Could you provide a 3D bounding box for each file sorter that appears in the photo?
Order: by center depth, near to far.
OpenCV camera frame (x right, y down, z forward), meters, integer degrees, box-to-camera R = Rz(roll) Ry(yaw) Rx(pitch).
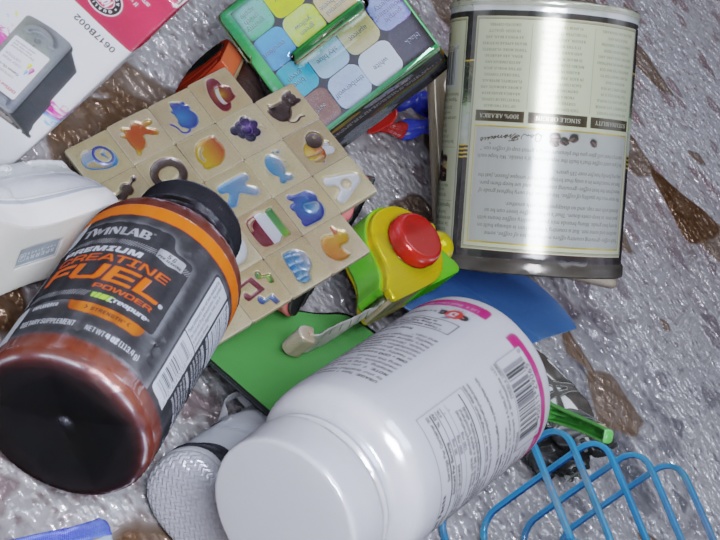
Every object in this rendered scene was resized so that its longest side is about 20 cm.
[{"bbox_3d":[0.143,0.194,1.197,0.200,0.139,0.123,20,40,-43],"label":"file sorter"}]

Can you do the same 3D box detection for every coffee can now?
[{"bbox_3d":[0.133,-0.099,1.310,0.146,0.146,0.200,-1,96,-54],"label":"coffee can"}]

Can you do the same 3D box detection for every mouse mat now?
[{"bbox_3d":[-0.025,0.064,1.142,0.200,0.008,0.161,5,24,-48],"label":"mouse mat"}]

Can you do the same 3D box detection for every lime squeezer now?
[{"bbox_3d":[0.087,0.079,1.111,0.071,0.200,0.038,34,73,-55],"label":"lime squeezer"}]

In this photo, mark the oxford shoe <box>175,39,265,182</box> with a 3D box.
[{"bbox_3d":[-0.098,-0.093,1.232,0.073,0.071,0.200,45,30,-21],"label":"oxford shoe"}]

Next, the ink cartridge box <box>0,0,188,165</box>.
[{"bbox_3d":[-0.206,-0.166,1.030,0.148,0.200,0.086,44,32,-14],"label":"ink cartridge box"}]

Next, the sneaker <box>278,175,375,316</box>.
[{"bbox_3d":[-0.050,-0.043,1.245,0.087,0.074,0.200,29,25,1],"label":"sneaker"}]

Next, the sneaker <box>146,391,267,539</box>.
[{"bbox_3d":[-0.032,0.161,1.051,0.200,0.075,0.115,45,34,-6],"label":"sneaker"}]

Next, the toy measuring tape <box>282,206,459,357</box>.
[{"bbox_3d":[0.000,0.000,1.201,0.200,0.074,0.074,-25,79,-50],"label":"toy measuring tape"}]

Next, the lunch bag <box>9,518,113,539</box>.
[{"bbox_3d":[-0.181,0.215,0.754,0.200,0.124,0.170,-6,62,-40],"label":"lunch bag"}]

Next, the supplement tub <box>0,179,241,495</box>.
[{"bbox_3d":[-0.135,0.029,1.002,0.107,0.107,0.200,44,37,-15],"label":"supplement tub"}]

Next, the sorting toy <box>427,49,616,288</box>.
[{"bbox_3d":[0.139,-0.090,1.459,0.185,0.036,0.200,12,60,-30],"label":"sorting toy"}]

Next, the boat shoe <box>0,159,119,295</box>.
[{"bbox_3d":[-0.222,-0.031,1.007,0.068,0.072,0.200,39,33,20],"label":"boat shoe"}]

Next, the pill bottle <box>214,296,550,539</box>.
[{"bbox_3d":[0.014,0.099,0.993,0.200,0.113,0.113,-30,83,-49],"label":"pill bottle"}]

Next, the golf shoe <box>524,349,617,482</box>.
[{"bbox_3d":[0.113,0.102,1.323,0.200,0.078,0.095,27,32,-51],"label":"golf shoe"}]

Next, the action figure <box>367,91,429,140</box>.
[{"bbox_3d":[0.092,-0.149,1.527,0.200,0.099,0.065,9,52,-53],"label":"action figure"}]

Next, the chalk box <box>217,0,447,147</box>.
[{"bbox_3d":[-0.019,-0.177,1.308,0.124,0.124,0.200,54,5,3],"label":"chalk box"}]

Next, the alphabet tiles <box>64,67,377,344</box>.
[{"bbox_3d":[-0.093,-0.045,1.132,0.200,0.006,0.166,-31,74,-27],"label":"alphabet tiles"}]

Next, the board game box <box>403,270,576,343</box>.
[{"bbox_3d":[0.071,0.027,1.344,0.158,0.039,0.200,35,22,23],"label":"board game box"}]
